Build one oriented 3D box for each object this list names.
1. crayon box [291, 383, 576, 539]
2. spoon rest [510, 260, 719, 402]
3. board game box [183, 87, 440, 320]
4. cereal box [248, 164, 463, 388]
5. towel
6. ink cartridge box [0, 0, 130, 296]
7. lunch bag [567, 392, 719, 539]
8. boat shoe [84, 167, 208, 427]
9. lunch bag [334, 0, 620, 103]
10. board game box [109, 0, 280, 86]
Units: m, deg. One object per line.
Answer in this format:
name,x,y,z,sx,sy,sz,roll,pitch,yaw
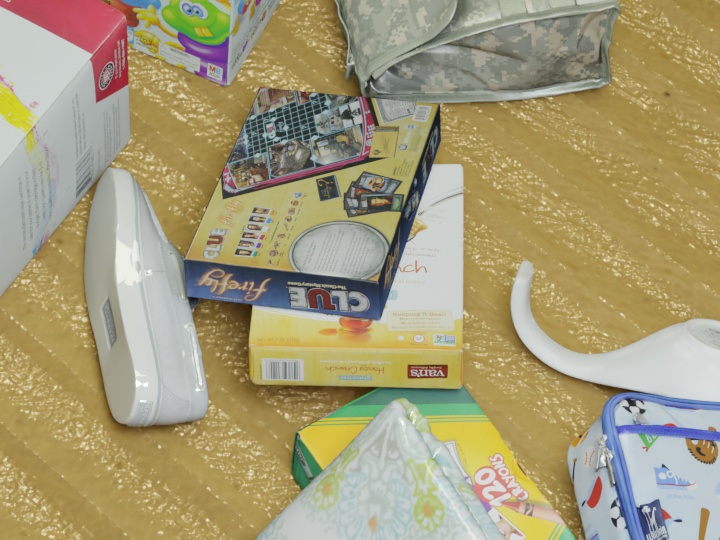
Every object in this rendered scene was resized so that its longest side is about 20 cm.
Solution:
crayon box,0.055,0.168,1.611,0.118,0.058,0.200,-26,63,-21
spoon rest,0.194,0.055,1.696,0.199,0.061,0.099,20,24,6
board game box,-0.030,-0.050,1.693,0.135,0.035,0.200,7,41,12
cereal box,0.000,0.000,1.690,0.143,0.040,0.201,0,41,1
towel,0.023,0.209,1.528,0.048,0.171,0.200,8,43,-56
ink cartridge box,-0.271,-0.096,1.701,0.144,0.146,0.200,28,58,13
lunch bag,0.231,0.153,1.598,0.199,0.076,0.161,8,52,-24
boat shoe,-0.142,0.017,1.691,0.068,0.072,0.201,7,47,-27
lunch bag,0.075,-0.215,1.833,0.199,0.118,0.165,-10,58,-4
board game box,-0.116,-0.248,1.783,0.103,0.200,0.105,23,57,9
